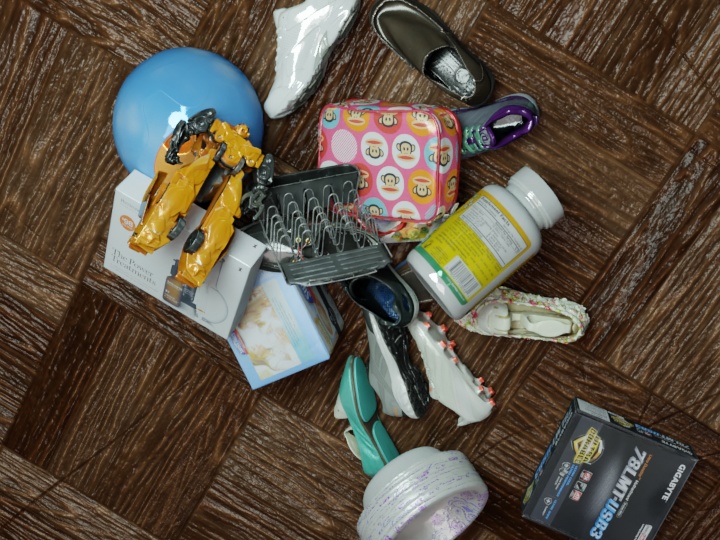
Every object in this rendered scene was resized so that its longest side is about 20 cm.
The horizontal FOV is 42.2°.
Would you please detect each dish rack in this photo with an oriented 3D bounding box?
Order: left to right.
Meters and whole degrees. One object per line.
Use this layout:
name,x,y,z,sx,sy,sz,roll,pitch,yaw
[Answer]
dish rack,-0.050,-0.055,1.159,0.151,0.201,0.055,-13,126,-12

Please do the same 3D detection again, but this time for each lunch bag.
lunch bag,0.036,-0.134,1.252,0.197,0.082,0.180,11,109,30

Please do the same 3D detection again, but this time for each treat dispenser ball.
treat dispenser ball,-0.227,-0.191,1.237,0.197,0.201,0.205,2,108,7

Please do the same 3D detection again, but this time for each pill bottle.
pill bottle,0.166,-0.040,1.224,0.199,0.113,0.113,-41,99,-1

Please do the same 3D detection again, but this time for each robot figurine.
robot figurine,-0.188,-0.091,1.113,0.144,0.058,0.202,37,67,-26

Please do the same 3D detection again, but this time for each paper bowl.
paper bowl,0.083,0.343,1.386,0.201,0.199,0.105,-49,56,18

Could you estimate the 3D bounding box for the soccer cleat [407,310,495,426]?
soccer cleat,0.119,0.147,1.370,0.077,0.069,0.201,-34,103,20

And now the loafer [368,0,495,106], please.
loafer,0.092,-0.292,1.220,0.199,0.071,0.074,37,110,6

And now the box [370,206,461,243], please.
box,0.112,-0.066,1.315,0.196,0.042,0.039,-4,107,8

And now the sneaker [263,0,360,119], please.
sneaker,-0.085,-0.303,1.257,0.099,0.078,0.202,34,100,3

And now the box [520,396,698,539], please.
box,0.369,0.317,1.399,0.196,0.050,0.203,23,110,1

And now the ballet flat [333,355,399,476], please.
ballet flat,-0.003,0.228,1.415,0.069,0.067,0.203,-15,104,25

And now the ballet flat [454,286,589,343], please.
ballet flat,0.228,0.066,1.329,0.196,0.064,0.077,2,109,8

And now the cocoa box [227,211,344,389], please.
cocoa box,-0.129,0.039,1.334,0.131,0.131,0.203,-23,103,14

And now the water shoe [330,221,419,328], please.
water shoe,0.000,0.000,1.304,0.199,0.079,0.072,41,108,20

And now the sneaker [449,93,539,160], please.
sneaker,0.143,-0.183,1.247,0.197,0.088,0.075,-22,104,14

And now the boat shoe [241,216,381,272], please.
boat shoe,-0.066,-0.031,1.225,0.197,0.063,0.075,2,94,-12

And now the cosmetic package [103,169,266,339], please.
cosmetic package,-0.231,-0.018,1.211,0.198,0.052,0.152,29,133,4

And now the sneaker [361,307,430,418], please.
sneaker,0.034,0.127,1.373,0.078,0.074,0.204,-11,102,32

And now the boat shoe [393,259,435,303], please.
boat shoe,0.122,0.003,1.318,0.197,0.072,0.073,-22,102,13
